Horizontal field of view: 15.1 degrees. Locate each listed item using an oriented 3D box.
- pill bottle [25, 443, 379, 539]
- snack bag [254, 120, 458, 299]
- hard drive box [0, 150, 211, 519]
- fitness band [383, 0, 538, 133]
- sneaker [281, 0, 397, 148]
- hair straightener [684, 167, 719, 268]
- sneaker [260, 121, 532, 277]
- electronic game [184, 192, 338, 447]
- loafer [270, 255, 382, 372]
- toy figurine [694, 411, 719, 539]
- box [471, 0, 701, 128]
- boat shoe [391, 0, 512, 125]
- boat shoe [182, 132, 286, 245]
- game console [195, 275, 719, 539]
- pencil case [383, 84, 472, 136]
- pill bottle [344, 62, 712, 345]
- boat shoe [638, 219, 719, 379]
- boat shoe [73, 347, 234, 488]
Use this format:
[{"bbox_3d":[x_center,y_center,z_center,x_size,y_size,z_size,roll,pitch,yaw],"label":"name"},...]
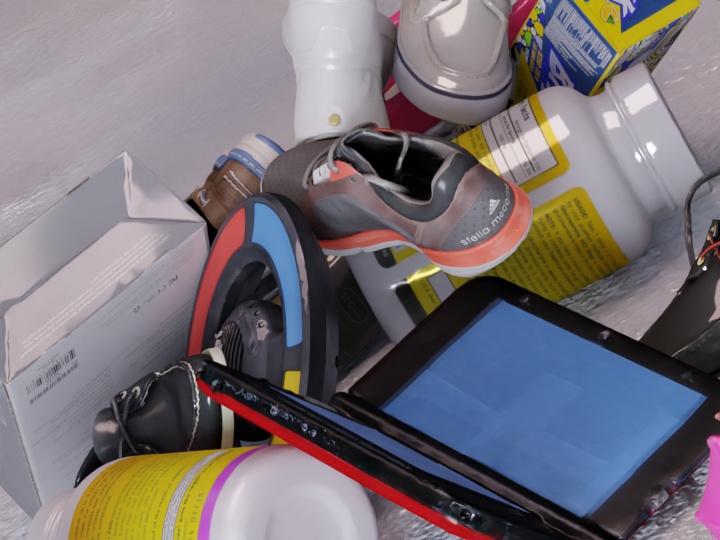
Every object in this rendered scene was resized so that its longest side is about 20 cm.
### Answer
[{"bbox_3d":[-0.090,0.146,1.421,0.200,0.104,0.104,-8,31,48],"label":"pill bottle"},{"bbox_3d":[-0.021,-0.023,1.754,0.189,0.021,0.200,-36,-3,-9],"label":"snack bag"},{"bbox_3d":[-0.164,0.048,1.633,0.156,0.200,0.077,-39,65,-20],"label":"hard drive box"},{"bbox_3d":[0.057,-0.147,1.761,0.200,0.037,0.144,-38,20,7],"label":"fitness band"},{"bbox_3d":[-0.014,-0.103,1.650,0.074,0.116,0.200,-2,-6,6],"label":"sneaker"},{"bbox_3d":[0.252,-0.065,1.512,0.200,0.041,0.077,-42,33,-11],"label":"hair straightener"},{"bbox_3d":[0.008,-0.056,1.486,0.200,0.082,0.077,10,60,47],"label":"sneaker"},{"bbox_3d":[-0.061,0.056,1.515,0.042,0.200,0.200,5,8,-22],"label":"electronic game"},{"bbox_3d":[0.000,0.000,1.672,0.200,0.075,0.070,-36,25,-10],"label":"loafer"},{"bbox_3d":[0.202,0.060,1.199,0.184,0.150,0.200,-55,7,-29],"label":"toy figurine"},{"bbox_3d":[0.132,-0.125,1.649,0.070,0.064,0.200,-32,-11,-23],"label":"box"},{"bbox_3d":[0.060,-0.161,1.639,0.071,0.070,0.200,8,33,-4],"label":"boat shoe"},{"bbox_3d":[-0.085,-0.034,1.736,0.072,0.072,0.200,-44,-5,-12],"label":"boat shoe"},{"bbox_3d":[0.052,0.059,1.319,0.200,0.172,0.119,25,90,43],"label":"game console"},{"bbox_3d":[0.061,-0.123,1.865,0.089,0.078,0.200,-25,14,-31],"label":"pencil case"},{"bbox_3d":[0.095,-0.035,1.561,0.200,0.112,0.112,-28,20,8],"label":"pill bottle"},{"bbox_3d":[0.201,-0.005,1.412,0.201,0.063,0.074,-43,27,-23],"label":"boat shoe"},{"bbox_3d":[-0.120,0.096,1.523,0.066,0.075,0.199,-2,-16,-18],"label":"boat shoe"}]
